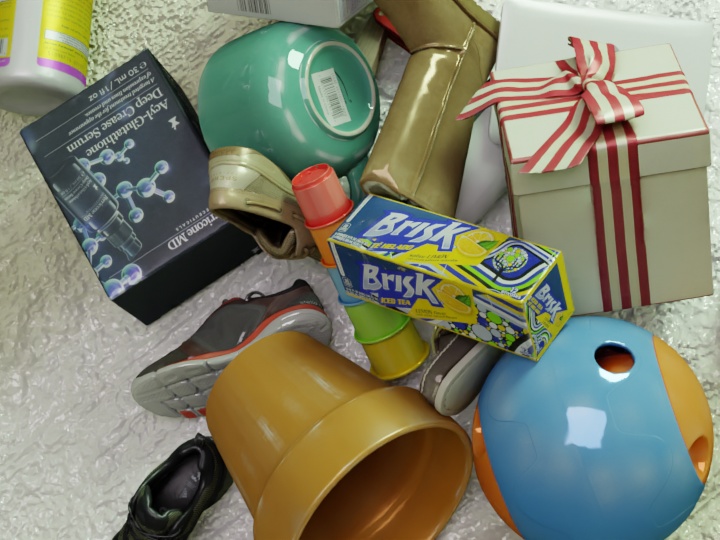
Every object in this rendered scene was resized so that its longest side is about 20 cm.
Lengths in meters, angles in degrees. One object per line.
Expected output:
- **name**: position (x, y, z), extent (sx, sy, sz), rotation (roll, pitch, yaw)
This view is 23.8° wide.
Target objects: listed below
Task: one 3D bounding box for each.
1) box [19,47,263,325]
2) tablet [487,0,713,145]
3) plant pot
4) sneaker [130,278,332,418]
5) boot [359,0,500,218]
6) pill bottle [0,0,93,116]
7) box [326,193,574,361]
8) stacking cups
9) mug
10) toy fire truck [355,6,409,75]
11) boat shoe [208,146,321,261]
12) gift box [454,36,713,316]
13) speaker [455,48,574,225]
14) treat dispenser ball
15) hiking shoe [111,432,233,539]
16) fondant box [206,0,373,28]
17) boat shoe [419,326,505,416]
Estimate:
- **box**: position (-0.202, -0.077, 1.609), extent (0.148, 0.107, 0.201), rotation (-33, 72, 2)
- **tablet**: position (0.216, -0.168, 1.525), extent (0.198, 0.014, 0.131), rotation (5, 94, -12)
- **plant pot**: position (-0.035, 0.155, 1.476), extent (0.200, 0.200, 0.183), rotation (-46, 56, -2)
- **sneaker**: position (-0.121, 0.070, 1.584), extent (0.199, 0.077, 0.082), rotation (-22, 45, 6)
- **boot**: position (0.041, -0.158, 1.474), extent (0.175, 0.066, 0.201), rotation (29, 69, -24)
- **pill bottle**: position (-0.316, -0.262, 1.686), extent (0.103, 0.104, 0.202), rotation (0, 75, 13)
- **box**: position (0.072, 0.003, 1.400), extent (0.199, 0.070, 0.064), rotation (18, 53, 35)
- **stacking cups**: position (0.000, 0.000, 1.502), extent (0.060, 0.061, 0.201), rotation (-21, 115, 7)
- **mug**: position (-0.044, -0.144, 1.560), extent (0.114, 0.185, 0.153), rotation (-14, 54, 45)
- **toy fire truck**: position (0.018, -0.217, 1.625), extent (0.140, 0.049, 0.201), rotation (-30, 72, 4)
- **boat shoe**: position (-0.070, -0.040, 1.525), extent (0.071, 0.200, 0.065), rotation (-12, 60, 36)
- **gift box**: position (0.189, -0.079, 1.432), extent (0.198, 0.188, 0.185), rotation (-10, 32, -2)
- **speaker**: position (0.131, -0.131, 1.560), extent (0.081, 0.081, 0.200), rotation (40, 88, 19)
- **treat dispenser ball**: position (0.191, 0.139, 1.410), extent (0.199, 0.201, 0.202), rotation (-3, 75, 12)
- **hiking shoe**: position (-0.190, 0.231, 1.528), extent (0.075, 0.101, 0.201), rotation (27, 83, 19)
- **fondant box**: position (-0.034, -0.295, 1.578), extent (0.143, 0.059, 0.200), rotation (12, 37, 28)
- **boat shoe**: position (0.096, 0.061, 1.470), extent (0.059, 0.200, 0.072), rotation (30, 125, 16)
